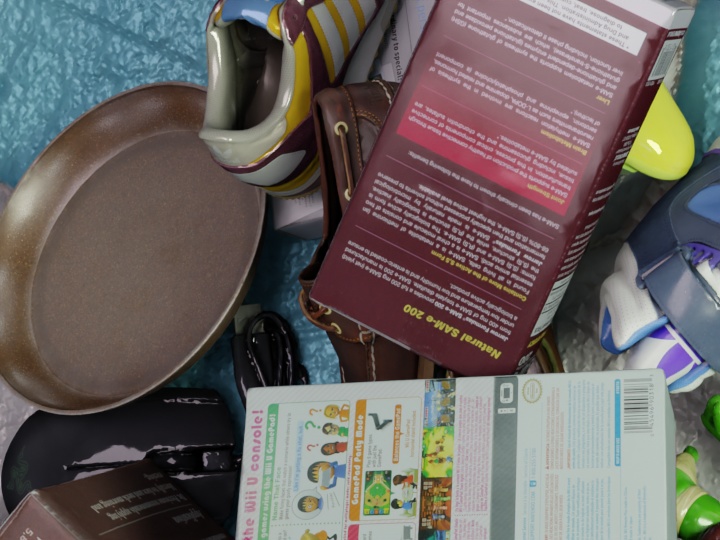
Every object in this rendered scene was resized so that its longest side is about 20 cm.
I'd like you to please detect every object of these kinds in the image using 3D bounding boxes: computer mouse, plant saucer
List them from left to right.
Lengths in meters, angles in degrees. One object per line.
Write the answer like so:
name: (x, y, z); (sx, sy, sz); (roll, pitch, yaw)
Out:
plant saucer: (-0.126, -0.009, 1.343); (0.199, 0.032, 0.201); (-18, 56, 29)
computer mouse: (-0.124, 0.102, 1.337); (0.199, 0.053, 0.139); (-13, 77, 24)

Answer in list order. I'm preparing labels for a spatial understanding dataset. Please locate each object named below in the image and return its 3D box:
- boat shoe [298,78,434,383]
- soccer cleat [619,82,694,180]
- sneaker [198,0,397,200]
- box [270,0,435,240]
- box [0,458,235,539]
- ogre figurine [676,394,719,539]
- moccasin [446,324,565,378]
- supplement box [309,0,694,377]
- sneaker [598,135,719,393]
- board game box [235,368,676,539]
boat shoe: (0.000, 0.000, 1.247); (0.070, 0.070, 0.201); (-149, 56, -62)
soccer cleat: (0.106, -0.131, 1.203); (0.084, 0.065, 0.201); (-49, 64, 28)
sneaker: (-0.031, -0.142, 1.258); (0.075, 0.090, 0.201); (5, 77, 28)
box: (0.040, -0.114, 1.296); (0.199, 0.041, 0.157); (-14, 77, 25)
box: (-0.113, 0.225, 1.226); (0.200, 0.166, 0.164); (42, 101, 12)
ogre figurine: (0.171, 0.158, 1.146); (0.120, 0.200, 0.098); (32, 139, 17)
moccasin: (0.083, 0.086, 1.220); (0.073, 0.078, 0.203); (-14, 76, 22)
supplement box: (0.067, -0.055, 1.150); (0.108, 0.061, 0.201); (27, 103, 12)
sneaker: (0.190, 0.011, 1.130); (0.147, 0.081, 0.200); (-52, 27, -10)
board game box: (0.044, 0.128, 1.109); (0.199, 0.064, 0.148); (-2, 60, 11)
